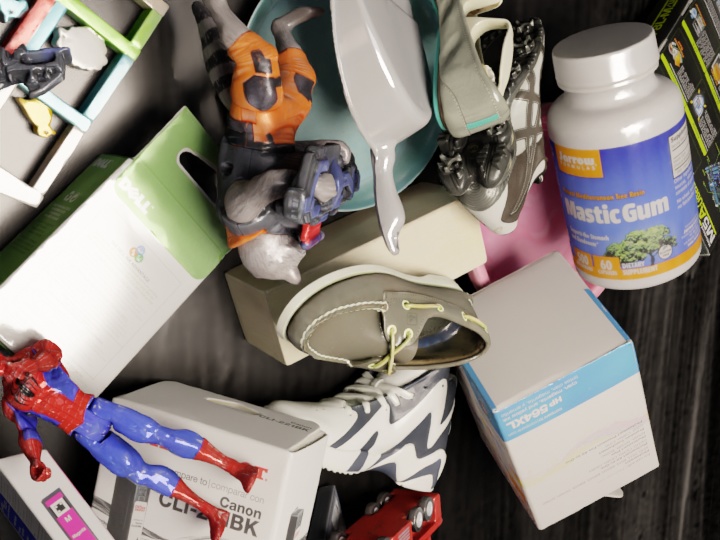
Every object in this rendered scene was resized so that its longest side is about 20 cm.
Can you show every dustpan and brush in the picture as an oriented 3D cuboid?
[{"bbox_3d":[0.018,-0.114,0.730,0.139,0.057,0.202,4,69,-67],"label":"dustpan and brush"}]

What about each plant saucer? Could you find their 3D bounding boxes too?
[{"bbox_3d":[-0.013,-0.149,0.798,0.198,0.027,0.203,-8,106,-30],"label":"plant saucer"},{"bbox_3d":[0.164,-0.052,0.918,0.199,0.051,0.203,-8,104,-32],"label":"plant saucer"}]

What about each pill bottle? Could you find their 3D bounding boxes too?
[{"bbox_3d":[0.217,-0.096,0.839,0.111,0.112,0.202,-30,118,-23],"label":"pill bottle"}]

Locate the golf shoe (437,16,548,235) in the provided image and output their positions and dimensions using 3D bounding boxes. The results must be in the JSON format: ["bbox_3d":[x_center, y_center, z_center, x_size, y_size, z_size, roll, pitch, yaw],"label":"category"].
[{"bbox_3d":[0.114,-0.119,0.820,0.095,0.077,0.201,53,46,-41],"label":"golf shoe"}]

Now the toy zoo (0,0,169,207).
[{"bbox_3d":[-0.232,-0.135,0.665,0.131,0.020,0.201,37,80,-32],"label":"toy zoo"}]

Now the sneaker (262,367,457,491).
[{"bbox_3d":[0.011,0.103,0.840,0.198,0.079,0.131,23,87,-34],"label":"sneaker"}]

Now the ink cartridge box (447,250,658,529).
[{"bbox_3d":[0.165,0.114,0.874,0.124,0.129,0.201,-27,130,-3],"label":"ink cartridge box"}]

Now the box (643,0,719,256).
[{"bbox_3d":[0.319,-0.151,0.970,0.194,0.047,0.201,-52,123,-27],"label":"box"}]

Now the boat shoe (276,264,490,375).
[{"bbox_3d":[0.025,0.042,0.741,0.201,0.060,0.072,1,130,-49],"label":"boat shoe"}]

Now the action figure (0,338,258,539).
[{"bbox_3d":[-0.162,0.105,0.620,0.199,0.099,0.066,32,96,-5],"label":"action figure"}]

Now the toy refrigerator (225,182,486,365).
[{"bbox_3d":[0.000,0.000,0.811,0.199,0.076,0.071,-27,114,-25],"label":"toy refrigerator"}]

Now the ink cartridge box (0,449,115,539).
[{"bbox_3d":[-0.191,0.184,0.663,0.037,0.095,0.200,-37,80,-32],"label":"ink cartridge box"}]

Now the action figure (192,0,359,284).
[{"bbox_3d":[-0.060,-0.088,0.702,0.103,0.200,0.196,-1,91,9],"label":"action figure"}]

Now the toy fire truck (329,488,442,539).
[{"bbox_3d":[0.035,0.265,0.855,0.200,0.048,0.143,-19,107,-63],"label":"toy fire truck"}]

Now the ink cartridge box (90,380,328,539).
[{"bbox_3d":[-0.119,0.198,0.732,0.084,0.143,0.202,-2,105,-74],"label":"ink cartridge box"}]

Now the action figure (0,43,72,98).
[{"bbox_3d":[-0.262,-0.111,0.559,0.198,0.195,0.105,-13,151,-14],"label":"action figure"}]

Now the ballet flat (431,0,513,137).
[{"bbox_3d":[0.085,-0.193,0.774,0.067,0.063,0.202,46,36,-57],"label":"ballet flat"}]

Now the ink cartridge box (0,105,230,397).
[{"bbox_3d":[-0.171,-0.012,0.708,0.200,0.059,0.104,-49,121,-17],"label":"ink cartridge box"}]

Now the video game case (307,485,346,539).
[{"bbox_3d":[-0.014,0.306,0.844,0.019,0.143,0.202,-9,111,9],"label":"video game case"}]
